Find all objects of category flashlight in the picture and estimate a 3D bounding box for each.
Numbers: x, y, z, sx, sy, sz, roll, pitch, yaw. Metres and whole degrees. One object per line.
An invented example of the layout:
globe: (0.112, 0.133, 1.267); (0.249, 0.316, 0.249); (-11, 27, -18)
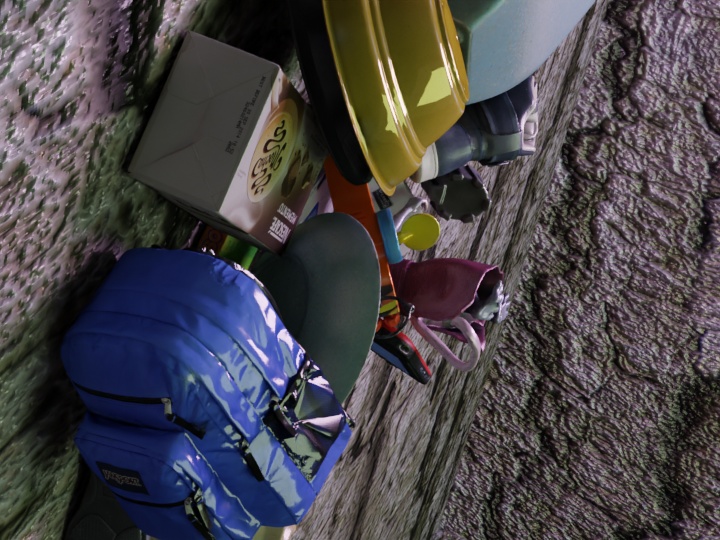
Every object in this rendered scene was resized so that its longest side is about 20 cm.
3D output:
flashlight: (0.087, -0.101, 1.415); (0.067, 0.068, 0.200); (-33, -156, 3)

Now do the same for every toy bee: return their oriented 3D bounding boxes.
toy bee: (0.000, 0.000, 1.225); (0.109, 0.129, 0.202); (75, 22, -53)

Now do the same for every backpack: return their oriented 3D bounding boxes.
backpack: (-0.119, 0.092, 1.012); (0.169, 0.161, 0.201); (-58, 136, -37)

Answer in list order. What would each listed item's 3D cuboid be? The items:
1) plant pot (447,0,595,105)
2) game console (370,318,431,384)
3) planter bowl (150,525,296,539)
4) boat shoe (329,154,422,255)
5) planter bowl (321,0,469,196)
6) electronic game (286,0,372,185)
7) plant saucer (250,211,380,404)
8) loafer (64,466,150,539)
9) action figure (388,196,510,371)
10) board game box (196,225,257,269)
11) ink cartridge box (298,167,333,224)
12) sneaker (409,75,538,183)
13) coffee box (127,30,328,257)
plant pot: (0.092, -0.268, 1.250); (0.201, 0.194, 0.197); (-57, 163, -24)
game console: (-0.037, 0.088, 1.358); (0.119, 0.171, 0.200); (-55, 166, -6)
planter bowl: (-0.116, 0.192, 1.267); (0.200, 0.133, 0.202); (20, 90, -85)
boat shoe: (0.009, -0.079, 1.359); (0.071, 0.066, 0.200); (-28, 148, 2)
planter bowl: (0.036, -0.167, 1.102); (0.200, 0.082, 0.203); (-15, 90, -79)
electronic game: (-0.023, -0.168, 1.132); (0.200, 0.041, 0.203); (-15, 90, -79)
plant saucer: (-0.062, 0.042, 1.157); (0.038, 0.200, 0.203); (22, 90, -34)
loafer: (-0.193, 0.184, 1.149); (0.063, 0.071, 0.202); (-50, 156, -64)
action figure: (0.037, 0.022, 1.318); (0.135, 0.198, 0.150); (89, 20, -48)
board game box: (-0.105, -0.041, 1.228); (0.202, 0.030, 0.096); (-62, 167, -13)
ink cartridge box: (-0.059, -0.037, 1.401); (0.201, 0.039, 0.100); (101, 16, -45)
sneaker: (0.091, -0.157, 1.348); (0.203, 0.144, 0.078); (-118, -165, -53)
coffee box: (-0.093, -0.090, 1.071); (0.200, 0.079, 0.114); (44, 69, -77)
